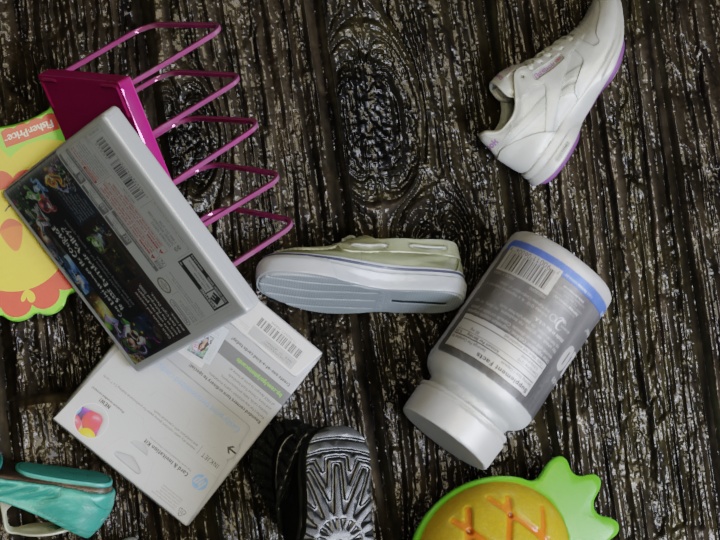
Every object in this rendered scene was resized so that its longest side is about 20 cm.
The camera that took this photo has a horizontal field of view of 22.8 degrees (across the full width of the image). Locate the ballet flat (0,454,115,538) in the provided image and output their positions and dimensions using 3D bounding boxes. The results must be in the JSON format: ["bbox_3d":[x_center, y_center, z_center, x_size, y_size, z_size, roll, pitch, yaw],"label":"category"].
[{"bbox_3d":[-0.317,0.194,1.571,0.199,0.067,0.071,16,96,-7],"label":"ballet flat"}]

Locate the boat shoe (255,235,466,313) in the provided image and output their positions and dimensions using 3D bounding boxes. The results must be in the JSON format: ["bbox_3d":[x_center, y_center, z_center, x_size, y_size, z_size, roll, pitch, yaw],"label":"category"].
[{"bbox_3d":[0.000,0.000,1.656,0.199,0.072,0.062,6,59,-14],"label":"boat shoe"}]

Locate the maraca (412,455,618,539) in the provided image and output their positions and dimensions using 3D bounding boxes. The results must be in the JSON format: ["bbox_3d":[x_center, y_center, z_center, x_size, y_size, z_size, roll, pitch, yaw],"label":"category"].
[{"bbox_3d":[0.140,0.250,1.632,0.199,0.107,0.138,-22,92,-12],"label":"maraca"}]

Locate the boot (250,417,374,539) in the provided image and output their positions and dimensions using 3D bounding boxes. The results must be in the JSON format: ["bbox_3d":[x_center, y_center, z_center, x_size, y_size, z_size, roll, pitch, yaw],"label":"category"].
[{"bbox_3d":[-0.046,0.234,1.572,0.079,0.158,0.213,10,80,-21],"label":"boot"}]

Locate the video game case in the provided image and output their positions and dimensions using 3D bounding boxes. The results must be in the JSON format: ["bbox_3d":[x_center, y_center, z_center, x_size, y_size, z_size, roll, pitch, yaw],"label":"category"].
[{"bbox_3d":[-0.197,-0.022,1.513,0.200,0.181,0.023,54,48,-8],"label":"video game case"}]

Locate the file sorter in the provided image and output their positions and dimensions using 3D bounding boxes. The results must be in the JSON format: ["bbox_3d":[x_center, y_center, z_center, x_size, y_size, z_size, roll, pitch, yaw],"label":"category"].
[{"bbox_3d":[-0.161,-0.103,1.552,0.125,0.139,0.201,-34,117,-30],"label":"file sorter"}]

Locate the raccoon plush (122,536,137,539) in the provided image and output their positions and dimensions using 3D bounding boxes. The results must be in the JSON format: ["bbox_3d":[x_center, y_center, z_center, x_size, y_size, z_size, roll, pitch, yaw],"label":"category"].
[{"bbox_3d":[-0.181,0.305,1.535,0.133,0.200,0.097,1,118,-10],"label":"raccoon plush"}]

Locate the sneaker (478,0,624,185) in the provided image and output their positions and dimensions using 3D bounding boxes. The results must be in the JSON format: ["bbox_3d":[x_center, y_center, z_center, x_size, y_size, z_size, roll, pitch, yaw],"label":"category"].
[{"bbox_3d":[0.184,-0.185,1.696,0.099,0.075,0.201,29,80,-8],"label":"sneaker"}]

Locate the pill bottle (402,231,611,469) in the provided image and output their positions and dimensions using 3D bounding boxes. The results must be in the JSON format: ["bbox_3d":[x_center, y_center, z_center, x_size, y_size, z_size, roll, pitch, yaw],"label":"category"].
[{"bbox_3d":[0.132,0.074,1.643,0.114,0.114,0.200,37,80,-6],"label":"pill bottle"}]

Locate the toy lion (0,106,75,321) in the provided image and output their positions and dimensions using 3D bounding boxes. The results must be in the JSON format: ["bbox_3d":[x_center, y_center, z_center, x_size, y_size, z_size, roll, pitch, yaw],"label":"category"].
[{"bbox_3d":[-0.293,-0.058,1.603,0.199,0.069,0.193,-22,96,-13],"label":"toy lion"}]

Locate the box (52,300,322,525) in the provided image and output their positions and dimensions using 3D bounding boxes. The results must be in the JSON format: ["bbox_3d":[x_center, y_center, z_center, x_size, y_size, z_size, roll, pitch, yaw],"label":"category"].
[{"bbox_3d":[-0.156,0.105,1.621,0.156,0.041,0.200,39,78,-5],"label":"box"}]
